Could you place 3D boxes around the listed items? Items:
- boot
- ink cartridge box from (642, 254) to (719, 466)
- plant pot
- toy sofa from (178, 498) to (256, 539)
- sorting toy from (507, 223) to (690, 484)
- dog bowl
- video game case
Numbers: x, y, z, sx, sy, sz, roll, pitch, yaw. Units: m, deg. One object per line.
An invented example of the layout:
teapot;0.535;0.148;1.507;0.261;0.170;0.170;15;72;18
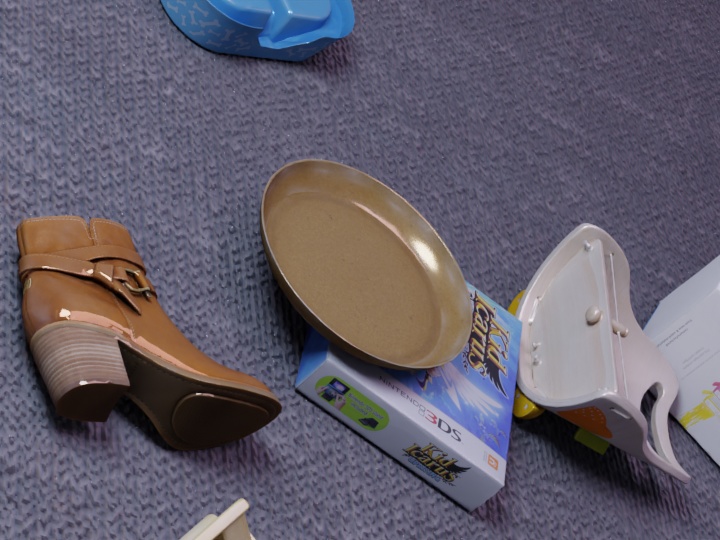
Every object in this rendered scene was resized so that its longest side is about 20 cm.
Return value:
boot;-0.149;0.038;1.596;0.199;0.074;0.156;18;40;-42
ink cartridge box;0.363;0.095;2.074;0.200;0.125;0.129;46;33;-3
plant pot;0.000;0.000;1.765;0.199;0.027;0.201;26;39;-24
toy sofa;-0.059;0.256;1.487;0.083;0.098;0.200;-39;88;-32
sorting toy;0.220;0.097;1.943;0.180;0.107;0.201;37;34;-30
dog bowl;-0.092;-0.233;1.948;0.199;0.050;0.112;0;56;-48
video game case;0.044;0.066;1.810;0.181;0.045;0.201;37;35;-19
